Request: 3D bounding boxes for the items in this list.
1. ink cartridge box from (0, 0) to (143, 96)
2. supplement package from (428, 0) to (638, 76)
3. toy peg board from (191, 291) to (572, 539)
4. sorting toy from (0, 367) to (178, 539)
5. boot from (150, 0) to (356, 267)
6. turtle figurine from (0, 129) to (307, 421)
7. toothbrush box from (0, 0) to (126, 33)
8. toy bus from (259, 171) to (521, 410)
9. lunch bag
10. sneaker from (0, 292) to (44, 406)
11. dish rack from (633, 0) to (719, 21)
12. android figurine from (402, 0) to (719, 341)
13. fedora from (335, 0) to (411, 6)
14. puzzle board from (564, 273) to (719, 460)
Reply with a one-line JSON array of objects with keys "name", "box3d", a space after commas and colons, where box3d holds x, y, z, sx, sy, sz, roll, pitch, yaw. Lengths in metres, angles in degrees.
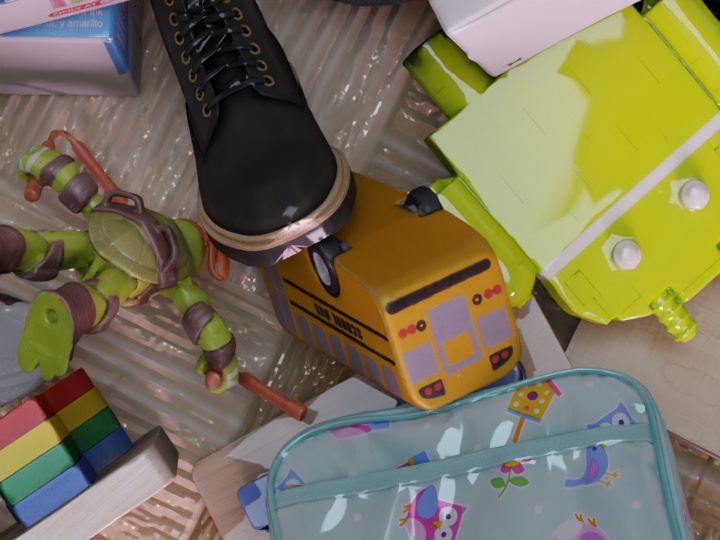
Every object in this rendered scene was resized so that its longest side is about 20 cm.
[{"name": "ink cartridge box", "box3d": [-0.176, -0.201, 1.156, 0.124, 0.129, 0.202, 1, 82, 1]}, {"name": "supplement package", "box3d": [0.060, -0.212, 1.057, 0.119, 0.121, 0.201, -27, 81, 9]}, {"name": "toy peg board", "box3d": [0.041, 0.137, 1.110, 0.199, 0.098, 0.200, -28, 82, 1]}, {"name": "sorting toy", "box3d": [-0.187, 0.120, 1.069, 0.199, 0.199, 0.070, -34, 91, -4]}, {"name": "boot", "box3d": [-0.069, -0.098, 1.083, 0.077, 0.200, 0.139, -25, 119, -3]}, {"name": "turtle figurine", "box3d": [-0.113, 0.004, 1.102, 0.200, 0.161, 0.064, 51, 121, 11]}, {"name": "toothbrush box", "box3d": [-0.198, -0.213, 1.051, 0.144, 0.086, 0.202, -15, 80, -2]}, {"name": "toy bus", "box3d": [0.000, 0.000, 1.099, 0.065, 0.200, 0.079, -25, 111, -18]}, {"name": "lunch bag", "box3d": [0.052, 0.131, 1.031, 0.198, 0.077, 0.162, -12, 68, 8]}, {"name": "sneaker", "box3d": [-0.246, 0.021, 1.145, 0.198, 0.082, 0.078, 2, 122, 8]}, {"name": "dish rack", "box3d": [0.168, -0.211, 1.191, 0.152, 0.055, 0.202, 13, 82, 2]}, {"name": "android figurine", "box3d": [0.117, -0.057, 1.131, 0.182, 0.041, 0.200, -39, 91, -4]}, {"name": "fedora", "box3d": [0.026, -0.221, 1.174, 0.199, 0.090, 0.178, -29, 79, 8]}, {"name": "puzzle board", "box3d": [0.221, 0.032, 1.173, 0.199, 0.017, 0.152, 26, 82, 4]}]
